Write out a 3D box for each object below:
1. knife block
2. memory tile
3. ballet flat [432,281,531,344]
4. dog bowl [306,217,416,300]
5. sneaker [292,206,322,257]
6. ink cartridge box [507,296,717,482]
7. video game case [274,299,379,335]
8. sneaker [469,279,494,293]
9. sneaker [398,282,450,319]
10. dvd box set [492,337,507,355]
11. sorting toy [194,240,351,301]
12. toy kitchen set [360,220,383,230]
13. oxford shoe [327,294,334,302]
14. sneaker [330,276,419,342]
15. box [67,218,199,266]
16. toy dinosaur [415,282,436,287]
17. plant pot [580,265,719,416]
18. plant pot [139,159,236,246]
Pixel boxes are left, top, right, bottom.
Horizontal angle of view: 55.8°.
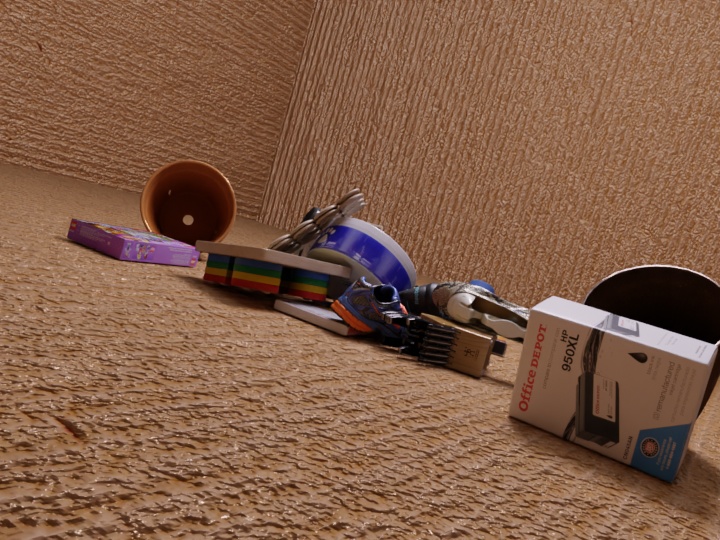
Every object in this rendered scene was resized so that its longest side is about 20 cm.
[{"bbox_3d":[0.123,0.108,1.088,0.174,0.065,0.200,18,5,15],"label":"knife block"},{"bbox_3d":[-0.079,-0.085,1.271,0.017,0.199,0.153,58,2,4],"label":"memory tile"},{"bbox_3d":[0.201,0.070,1.077,0.199,0.068,0.075,20,20,16],"label":"ballet flat"},{"bbox_3d":[0.000,0.000,1.260,0.199,0.079,0.201,29,-27,16],"label":"dog bowl"},{"bbox_3d":[-0.086,-0.036,1.415,0.114,0.201,0.076,20,37,-10],"label":"sneaker"},{"bbox_3d":[0.289,0.132,0.800,0.199,0.146,0.084,18,18,31],"label":"ink cartridge box"},{"bbox_3d":[-0.037,0.080,1.163,0.142,0.018,0.200,18,5,27],"label":"video game case"},{"bbox_3d":[0.193,0.099,1.227,0.070,0.078,0.201,22,-31,17],"label":"sneaker"},{"bbox_3d":[0.123,0.076,1.239,0.079,0.076,0.200,-4,-29,17],"label":"sneaker"},{"bbox_3d":[0.229,0.131,1.439,0.145,0.030,0.200,17,5,6],"label":"dvd box set"},{"bbox_3d":[-0.155,0.006,1.176,0.198,0.070,0.199,8,-4,45],"label":"sorting toy"},{"bbox_3d":[0.041,-0.011,1.536,0.199,0.182,0.163,14,3,34],"label":"toy kitchen set"},{"bbox_3d":[-0.082,0.020,1.382,0.198,0.075,0.070,15,6,-8],"label":"oxford shoe"},{"bbox_3d":[0.046,0.067,1.099,0.199,0.079,0.075,21,18,-45],"label":"sneaker"},{"bbox_3d":[-0.413,-0.049,1.256,0.136,0.039,0.200,19,5,25],"label":"box"},{"bbox_3d":[0.127,0.065,1.352,0.135,0.103,0.199,16,1,36],"label":"toy dinosaur"},{"bbox_3d":[0.406,0.129,0.932,0.186,0.187,0.201,20,-38,43],"label":"plant pot"},{"bbox_3d":[-0.377,-0.126,1.497,0.198,0.202,0.140,15,-12,-12],"label":"plant pot"}]
